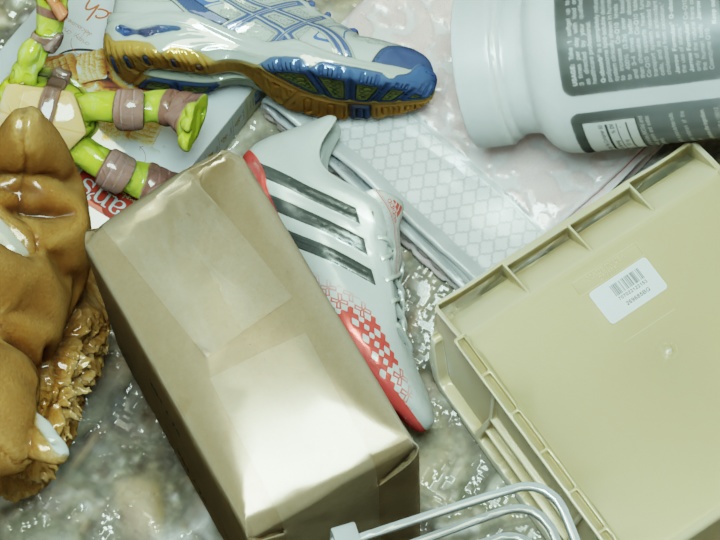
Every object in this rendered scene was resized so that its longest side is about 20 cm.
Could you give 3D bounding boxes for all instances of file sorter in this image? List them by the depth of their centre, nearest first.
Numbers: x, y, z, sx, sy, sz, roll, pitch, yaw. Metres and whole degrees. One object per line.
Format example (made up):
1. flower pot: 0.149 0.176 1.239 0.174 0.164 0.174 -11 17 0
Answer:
1. file sorter: 0.059 0.211 1.414 0.124 0.200 0.139 -18 69 -10

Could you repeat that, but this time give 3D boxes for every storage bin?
1. storage bin: 0.171 0.062 1.534 0.200 0.094 0.199 -32 71 -12

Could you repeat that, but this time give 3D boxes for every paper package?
1. paper package: -0.056 0.069 1.475 0.103 0.191 0.200 -29 69 -9

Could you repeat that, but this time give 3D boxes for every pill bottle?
1. pill bottle: 0.159 -0.129 1.548 0.199 0.116 0.116 -6 66 15

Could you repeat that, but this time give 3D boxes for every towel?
1. towel: 0.070 -0.101 1.634 0.200 0.032 0.191 42 73 14

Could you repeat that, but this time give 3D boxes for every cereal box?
1. cereal box: -0.142 -0.116 1.632 0.144 0.040 0.200 33 71 11

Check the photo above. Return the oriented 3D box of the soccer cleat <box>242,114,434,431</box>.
1. soccer cleat: 0.000 0.000 1.564 0.085 0.069 0.200 -32 73 -2

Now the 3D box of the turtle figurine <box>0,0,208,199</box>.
1. turtle figurine: -0.178 -0.077 1.562 0.161 0.064 0.201 17 97 3

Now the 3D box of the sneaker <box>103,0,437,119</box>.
1. sneaker: -0.049 -0.147 1.588 0.199 0.075 0.088 11 70 -1

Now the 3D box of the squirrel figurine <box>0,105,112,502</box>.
1. squirrel figurine: -0.197 0.049 1.475 0.141 0.200 0.187 -19 52 10
